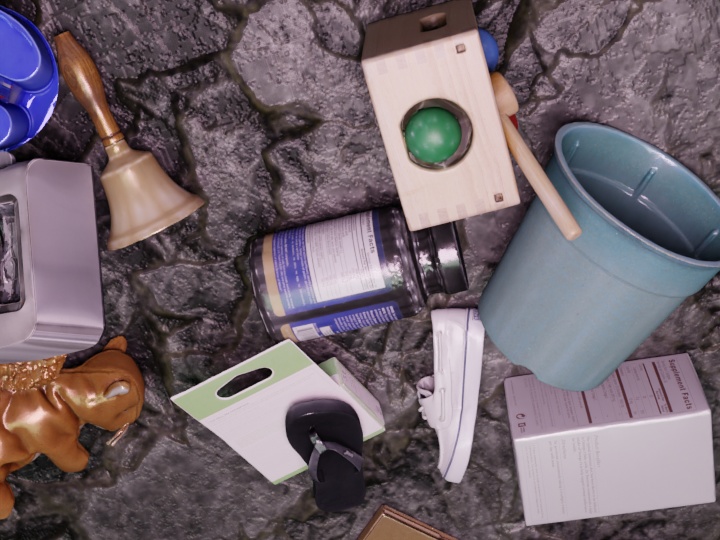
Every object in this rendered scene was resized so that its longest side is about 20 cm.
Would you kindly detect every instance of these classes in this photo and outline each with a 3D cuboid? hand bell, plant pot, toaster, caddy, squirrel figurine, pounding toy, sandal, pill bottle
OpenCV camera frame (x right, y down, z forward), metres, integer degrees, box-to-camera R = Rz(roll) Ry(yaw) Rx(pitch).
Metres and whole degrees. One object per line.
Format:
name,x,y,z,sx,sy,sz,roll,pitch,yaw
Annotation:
hand bell,-0.238,-0.131,1.184,0.104,0.104,0.200,-22,104,12
plant pot,0.221,-0.003,1.189,0.200,0.200,0.196,23,124,-12
toaster,-0.336,0.001,1.140,0.181,0.119,0.200,-8,83,22
caddy,-0.375,-0.186,1.136,0.200,0.105,0.142,25,93,-12
squirrel figurine,-0.324,0.119,1.281,0.186,0.142,0.200,-21,118,4
pounding toy,0.094,-0.127,1.098,0.142,0.200,0.184,-14,111,8
sandal,-0.027,0.201,1.318,0.076,0.043,0.200,-16,138,1
pill bottle,0.000,0.000,1.226,0.200,0.112,0.112,-13,117,6

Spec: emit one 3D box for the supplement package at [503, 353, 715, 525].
supplement package,0.259,0.176,1.314,0.200,0.117,0.117,-8,117,5

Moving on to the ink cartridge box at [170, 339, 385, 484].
ink cartridge box,-0.084,0.136,1.299,0.145,0.048,0.200,-27,134,14

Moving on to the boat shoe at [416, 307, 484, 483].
boat shoe,0.091,0.130,1.324,0.065,0.074,0.200,6,108,3

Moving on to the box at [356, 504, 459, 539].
box,0.046,0.382,1.477,0.163,0.021,0.200,27,114,-13
